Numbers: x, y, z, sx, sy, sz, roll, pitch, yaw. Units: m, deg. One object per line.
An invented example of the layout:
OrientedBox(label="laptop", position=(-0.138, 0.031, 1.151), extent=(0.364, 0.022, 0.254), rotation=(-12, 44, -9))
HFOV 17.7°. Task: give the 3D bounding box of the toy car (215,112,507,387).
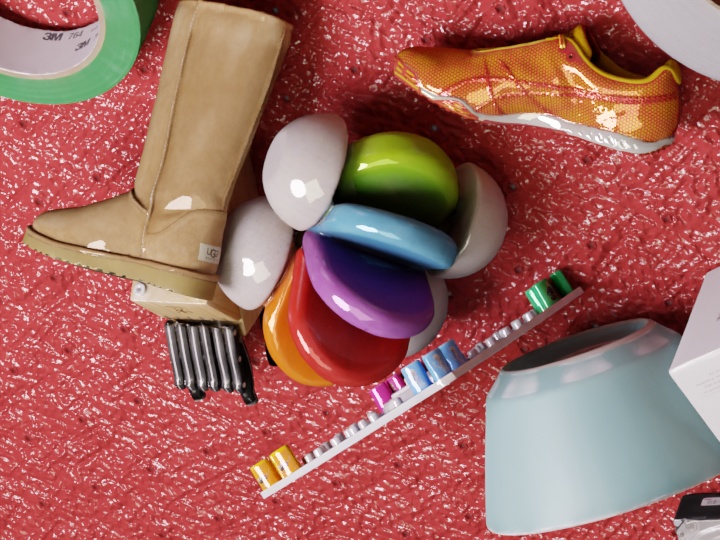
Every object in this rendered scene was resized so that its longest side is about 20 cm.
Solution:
OrientedBox(label="toy car", position=(0.000, 0.000, 1.600), extent=(0.174, 0.151, 0.200), rotation=(20, 129, -20))

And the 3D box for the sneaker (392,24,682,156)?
OrientedBox(label="sneaker", position=(0.120, -0.132, 1.548), extent=(0.198, 0.073, 0.078), rotation=(10, 104, 12))

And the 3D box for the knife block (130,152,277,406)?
OrientedBox(label="knife block", position=(-0.103, -0.004, 1.735), extent=(0.064, 0.202, 0.175), rotation=(3, 169, 20))

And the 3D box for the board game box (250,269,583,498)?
OrientedBox(label="board game box", position=(0.040, 0.078, 1.637), extent=(0.200, 0.200, 0.026), rotation=(-35, 87, 37))

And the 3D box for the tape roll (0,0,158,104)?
OrientedBox(label="tape roll", position=(-0.242, -0.204, 1.622), extent=(0.199, 0.048, 0.201), rotation=(12, 142, 9))

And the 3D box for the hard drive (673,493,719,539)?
OrientedBox(label="hard drive", position=(0.326, 0.254, 1.733), extent=(0.139, 0.038, 0.201), rotation=(-5, 121, 27))

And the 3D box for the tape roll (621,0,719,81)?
OrientedBox(label="tape roll", position=(0.252, -0.214, 1.422), extent=(0.199, 0.066, 0.201), rotation=(11, 125, 16))

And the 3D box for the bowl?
OrientedBox(label="bowl", position=(0.167, 0.101, 1.616), extent=(0.200, 0.201, 0.106), rotation=(-17, 94, 32))

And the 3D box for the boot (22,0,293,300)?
OrientedBox(label="boot", position=(-0.142, -0.092, 1.628), extent=(0.174, 0.066, 0.202), rotation=(14, 89, 29))

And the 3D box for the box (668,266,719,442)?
OrientedBox(label="box", position=(0.314, 0.092, 1.568), extent=(0.097, 0.125, 0.200), rotation=(-26, 110, 34))
